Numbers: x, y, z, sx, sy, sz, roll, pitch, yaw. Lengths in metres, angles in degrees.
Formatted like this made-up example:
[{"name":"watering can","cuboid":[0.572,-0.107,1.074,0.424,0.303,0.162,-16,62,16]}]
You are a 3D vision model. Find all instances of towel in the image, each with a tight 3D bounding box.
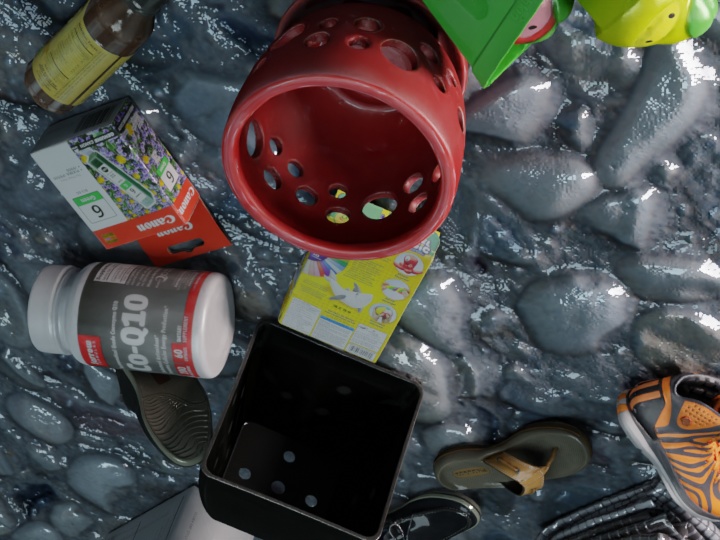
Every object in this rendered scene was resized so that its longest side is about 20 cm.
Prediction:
[{"name":"towel","cuboid":[0.321,0.343,1.662,0.200,0.086,0.166,-30,119,36]}]

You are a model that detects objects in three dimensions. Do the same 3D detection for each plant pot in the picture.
[{"name":"plant pot","cuboid":[-0.001,-0.137,1.241,0.200,0.183,0.201,9,133,9]},{"name":"plant pot","cuboid":[-0.072,0.208,1.592,0.200,0.200,0.177,23,145,-6]}]

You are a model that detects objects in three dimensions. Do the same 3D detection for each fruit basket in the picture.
[{"name":"fruit basket","cuboid":[0.181,-0.232,1.137,0.215,0.156,0.216,17,128,23]}]

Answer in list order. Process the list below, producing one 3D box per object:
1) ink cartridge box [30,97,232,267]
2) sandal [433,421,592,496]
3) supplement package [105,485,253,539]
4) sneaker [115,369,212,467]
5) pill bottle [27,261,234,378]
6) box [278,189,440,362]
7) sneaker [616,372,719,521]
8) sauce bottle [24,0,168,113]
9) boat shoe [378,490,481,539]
[{"name":"ink cartridge box","cuboid":[-0.230,-0.072,1.464,0.109,0.050,0.200,-15,125,28]},{"name":"sandal","cuboid":[0.168,0.223,1.616,0.200,0.055,0.082,-14,127,27]},{"name":"supplement package","cuboid":[-0.249,0.380,1.849,0.110,0.114,0.200,41,131,-20]},{"name":"sneaker","cuboid":[-0.217,0.154,1.604,0.075,0.200,0.106,-20,144,-18]},{"name":"pill bottle","cuboid":[-0.245,0.050,1.538,0.200,0.114,0.114,5,133,12]},{"name":"box","cuboid":[0.000,0.000,1.466,0.117,0.048,0.200,23,137,-5]},{"name":"sneaker","cuboid":[0.366,0.185,1.506,0.112,0.078,0.200,-26,120,36]},{"name":"sauce bottle","cuboid":[-0.232,-0.219,1.320,0.065,0.065,0.200,41,129,-21]},{"name":"boat shoe","cuboid":[0.057,0.318,1.735,0.200,0.062,0.075,-20,122,29]}]
